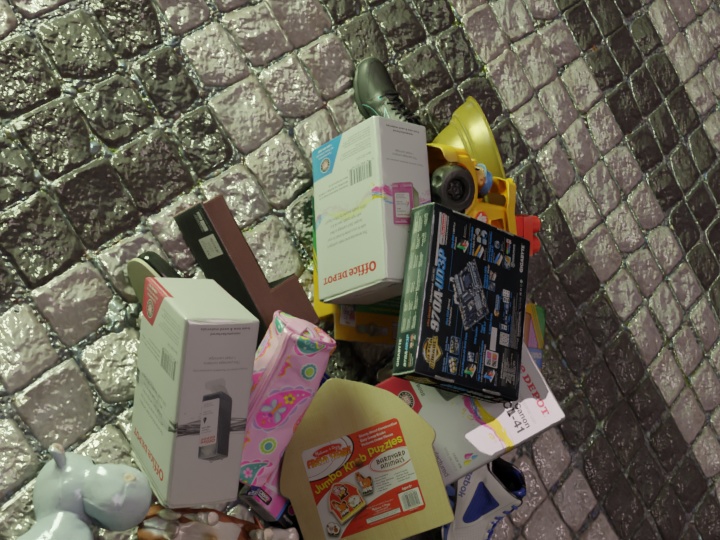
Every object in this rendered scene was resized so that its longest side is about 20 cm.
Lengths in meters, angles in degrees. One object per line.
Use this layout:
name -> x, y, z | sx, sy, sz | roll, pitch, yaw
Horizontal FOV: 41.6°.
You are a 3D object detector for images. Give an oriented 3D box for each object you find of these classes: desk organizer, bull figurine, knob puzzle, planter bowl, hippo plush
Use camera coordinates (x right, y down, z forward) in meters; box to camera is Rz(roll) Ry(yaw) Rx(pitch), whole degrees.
desk organizer -> -0.136, 0.000, 1.151 | 0.077, 0.071, 0.202 | -34, 100, -39
bull figurine -> -0.149, 0.298, 1.043 | 0.198, 0.121, 0.066 | 16, 72, -26
knob puzzle -> -0.002, 0.224, 1.116 | 0.030, 0.217, 0.223 | 45, 43, -72
planter bowl -> 0.147, -0.140, 1.363 | 0.082, 0.200, 0.203 | -17, 90, -2
hippo plush -> -0.287, 0.274, 0.952 | 0.197, 0.160, 0.162 | 4, 49, 6

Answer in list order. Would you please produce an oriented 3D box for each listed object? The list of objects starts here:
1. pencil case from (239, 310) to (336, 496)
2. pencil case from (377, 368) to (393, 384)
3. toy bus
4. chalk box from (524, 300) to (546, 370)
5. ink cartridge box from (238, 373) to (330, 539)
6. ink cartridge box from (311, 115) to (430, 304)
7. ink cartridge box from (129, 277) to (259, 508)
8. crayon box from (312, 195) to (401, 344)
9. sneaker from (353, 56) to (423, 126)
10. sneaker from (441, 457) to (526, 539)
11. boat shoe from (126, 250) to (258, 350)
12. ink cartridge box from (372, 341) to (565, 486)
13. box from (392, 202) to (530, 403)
pencil case -> -0.104, 0.149, 1.077 | 0.087, 0.087, 0.202 | 27, 95, -29
pencil case -> 0.060, 0.224, 1.242 | 0.077, 0.090, 0.203 | 2, 76, -7
toy bus -> 0.147, -0.069, 1.234 | 0.190, 0.135, 0.203 | -9, 101, -25
chalk box -> 0.168, 0.139, 1.314 | 0.123, 0.124, 0.203 | 21, 68, -31
ink cartridge box -> -0.061, 0.227, 1.177 | 0.095, 0.037, 0.201 | 46, 54, -18
ink cartridge box -> 0.014, -0.067, 1.168 | 0.084, 0.144, 0.203 | 7, 75, -35
ink cartridge box -> -0.178, 0.124, 0.992 | 0.084, 0.145, 0.203 | 3, 105, -30
crayon box -> 0.000, 0.000, 1.266 | 0.125, 0.051, 0.203 | 8, 74, -35
sneaker -> 0.054, -0.212, 1.341 | 0.075, 0.079, 0.202 | -20, 90, -38
sneaker -> 0.163, 0.312, 1.236 | 0.081, 0.114, 0.202 | -58, 141, -66
boat shoe -> -0.191, 0.053, 1.096 | 0.202, 0.073, 0.063 | 52, 55, -22
ink cartridge box -> 0.128, 0.169, 1.172 | 0.198, 0.086, 0.149 | -27, 78, -8
box -> 0.122, 0.040, 1.103 | 0.158, 0.046, 0.203 | 17, 71, -31
